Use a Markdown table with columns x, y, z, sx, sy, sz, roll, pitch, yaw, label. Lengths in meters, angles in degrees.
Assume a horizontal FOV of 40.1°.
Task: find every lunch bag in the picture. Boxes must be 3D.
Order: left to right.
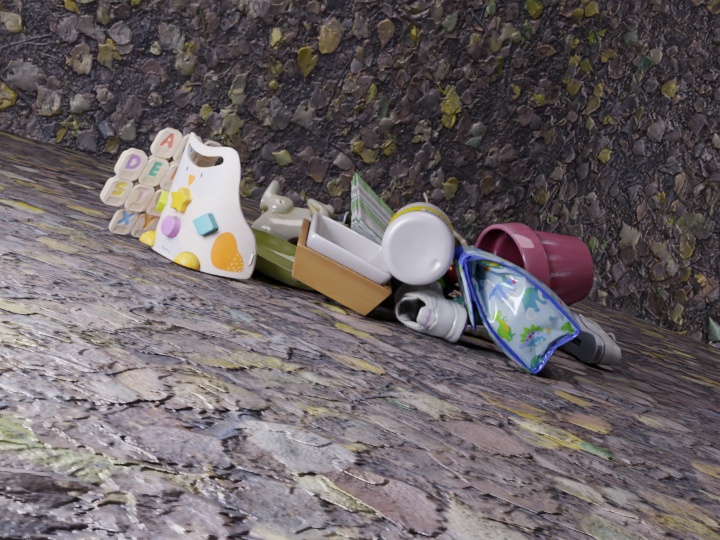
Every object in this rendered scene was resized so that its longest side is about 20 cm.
| x | y | z | sx | sy | sz | roll | pitch | yaw | label |
| --- | --- | --- | --- | --- | --- | --- | --- | --- | --- |
| 0.216 | 0.044 | 1.488 | 0.200 | 0.127 | 0.170 | 47 | 4 | -3 | lunch bag |

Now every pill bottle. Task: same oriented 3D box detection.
| x | y | z | sx | sy | sz | roll | pitch | yaw | label |
| --- | --- | --- | --- | --- | --- | --- | --- | --- | --- |
| 0.091 | -0.046 | 1.524 | 0.108 | 0.110 | 0.200 | 17 | 10 | 2 | pill bottle |

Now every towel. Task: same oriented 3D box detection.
| x | y | z | sx | sy | sz | roll | pitch | yaw | label |
| --- | --- | --- | --- | --- | --- | --- | --- | --- | --- |
| 0.032 | -0.079 | 1.787 | 0.149 | 0.031 | 0.200 | 46 | 19 | -23 | towel |

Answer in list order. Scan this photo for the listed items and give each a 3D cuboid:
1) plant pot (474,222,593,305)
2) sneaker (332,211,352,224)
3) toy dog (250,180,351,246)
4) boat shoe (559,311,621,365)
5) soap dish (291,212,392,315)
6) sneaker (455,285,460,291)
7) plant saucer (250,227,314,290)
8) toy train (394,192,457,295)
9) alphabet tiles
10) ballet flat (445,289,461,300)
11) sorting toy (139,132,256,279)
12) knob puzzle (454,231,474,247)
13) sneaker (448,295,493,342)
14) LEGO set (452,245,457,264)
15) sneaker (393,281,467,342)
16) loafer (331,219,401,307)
| x | y | z | sx | sy | sz | roll | pitch | yaw | label |
| --- | --- | --- | --- | --- | --- | --- | --- | --- | --- |
| 0.336 | 0.006 | 1.881 | 0.178 | 0.202 | 0.200 | -6 | 15 | -24 | plant pot |
| 0.022 | -0.036 | 1.880 | 0.200 | 0.090 | 0.067 | 35 | 43 | -6 | sneaker |
| -0.094 | -0.059 | 1.780 | 0.199 | 0.140 | 0.194 | 17 | 18 | 3 | toy dog |
| 0.430 | 0.129 | 1.836 | 0.086 | 0.075 | 0.202 | 15 | 8 | -15 | boat shoe |
| -0.031 | -0.012 | 1.535 | 0.157 | 0.082 | 0.200 | 28 | 12 | -7 | soap dish |
| 0.172 | 0.007 | 2.080 | 0.199 | 0.107 | 0.075 | 18 | 5 | 3 | sneaker |
| -0.131 | -0.016 | 1.614 | 0.199 | 0.031 | 0.200 | 25 | 11 | -5 | plant saucer |
| 0.093 | -0.055 | 1.699 | 0.084 | 0.201 | 0.115 | -27 | -26 | 34 | toy train |
| -0.302 | -0.127 | 1.540 | 0.199 | 0.196 | 0.015 | 12 | 29 | -47 | alphabet tiles |
| 0.121 | 0.053 | 1.760 | 0.199 | 0.068 | 0.072 | 24 | 28 | 24 | ballet flat |
| -0.238 | -0.105 | 1.462 | 0.106 | 0.181 | 0.199 | 4 | 15 | -46 | sorting toy |
| 0.235 | -0.010 | 2.044 | 0.221 | 0.030 | 0.220 | 60 | -1 | 1 | knob puzzle |
| 0.187 | 0.066 | 1.667 | 0.199 | 0.080 | 0.078 | 16 | 5 | -8 | sneaker |
| 0.125 | -0.012 | 1.957 | 0.153 | 0.117 | 0.200 | 12 | -22 | 7 | LEGO set |
| 0.089 | 0.049 | 1.537 | 0.099 | 0.075 | 0.200 | 16 | 5 | -24 | sneaker |
| 0.000 | 0.000 | 1.698 | 0.200 | 0.070 | 0.075 | 43 | 0 | 3 | loafer |
